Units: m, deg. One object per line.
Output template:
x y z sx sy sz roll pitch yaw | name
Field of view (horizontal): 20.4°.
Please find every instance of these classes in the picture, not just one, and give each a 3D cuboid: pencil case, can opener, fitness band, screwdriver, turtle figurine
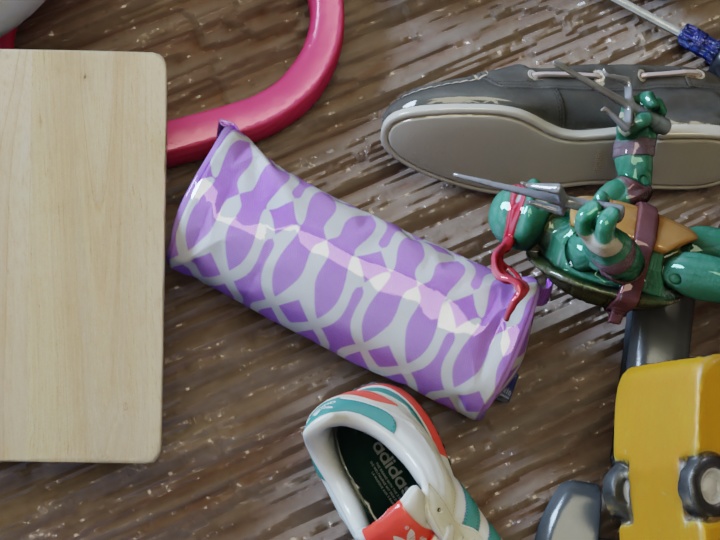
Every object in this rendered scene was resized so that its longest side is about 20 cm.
0.000 0.000 1.016 0.199 0.084 0.086 26 68 0 | pencil case
0.135 0.084 1.025 0.066 0.053 0.201 13 74 1 | can opener
-0.107 -0.129 1.078 0.199 0.037 0.145 -16 76 -7 | fitness band
0.162 -0.139 1.099 0.199 0.029 0.028 31 75 1 | screwdriver
0.139 -0.024 0.984 0.199 0.101 0.150 16 37 -2 | turtle figurine

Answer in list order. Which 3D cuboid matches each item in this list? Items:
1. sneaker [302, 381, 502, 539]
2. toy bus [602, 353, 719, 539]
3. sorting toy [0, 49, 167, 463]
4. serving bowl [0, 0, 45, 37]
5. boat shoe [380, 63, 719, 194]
0.036 0.143 0.972 0.070 0.093 0.200 -39 76 15 | sneaker
0.169 0.143 0.964 0.078 0.065 0.202 0 82 -34 | toy bus
-0.196 -0.007 1.005 0.197 0.070 0.202 1 88 -3 | sorting toy
-0.187 -0.198 1.037 0.066 0.199 0.202 23 69 -40 | serving bowl
0.108 -0.081 1.069 0.198 0.067 0.057 3 51 -7 | boat shoe
